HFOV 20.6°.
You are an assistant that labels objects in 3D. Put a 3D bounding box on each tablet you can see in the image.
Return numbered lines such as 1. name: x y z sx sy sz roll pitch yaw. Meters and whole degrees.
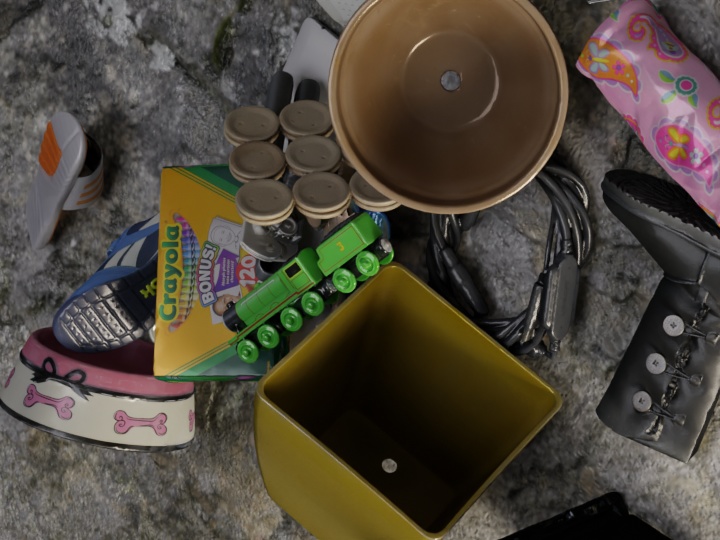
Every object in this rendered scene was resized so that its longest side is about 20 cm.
1. tablet: -0.045 -0.122 1.865 0.130 0.014 0.201 41 120 26

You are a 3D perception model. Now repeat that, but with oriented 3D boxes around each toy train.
1. toy train: -0.051 0.015 1.724 0.200 0.042 0.057 -36 92 34

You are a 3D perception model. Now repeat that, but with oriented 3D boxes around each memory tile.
1. memory tile: -0.016 -0.100 1.718 0.154 0.198 0.017 -104 10 -45

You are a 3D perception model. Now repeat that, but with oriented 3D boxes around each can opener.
1. can opener: -0.076 -0.084 1.797 0.067 0.053 0.201 120 161 -54

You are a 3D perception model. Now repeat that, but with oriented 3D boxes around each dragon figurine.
1. dragon figurine: -0.009 -0.027 1.770 0.058 0.099 0.201 8 110 24

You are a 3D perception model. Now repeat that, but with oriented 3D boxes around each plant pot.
1. plant pot: 0.023 0.153 1.731 0.200 0.200 0.177 39 144 12
2. plant pot: 0.075 -0.155 1.657 0.199 0.093 0.202 1 103 5

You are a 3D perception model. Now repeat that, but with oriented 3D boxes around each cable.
1. cable: 0.126 -0.026 1.729 0.163 0.051 0.201 17 110 41

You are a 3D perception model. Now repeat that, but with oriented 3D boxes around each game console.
1. game console: 0.168 0.266 1.640 0.176 0.199 0.117 -37 74 36

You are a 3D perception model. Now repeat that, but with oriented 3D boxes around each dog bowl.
1. dog bowl: -0.254 0.113 1.956 0.199 0.200 0.074 21 101 34

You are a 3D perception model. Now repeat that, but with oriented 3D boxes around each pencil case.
1. pencil case: 0.262 -0.124 1.580 0.200 0.087 0.088 50 124 19

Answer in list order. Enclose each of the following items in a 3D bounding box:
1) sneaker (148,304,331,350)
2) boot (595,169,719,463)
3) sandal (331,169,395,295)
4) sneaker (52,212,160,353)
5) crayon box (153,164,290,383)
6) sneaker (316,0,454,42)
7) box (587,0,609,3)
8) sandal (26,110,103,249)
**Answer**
1. sneaker: -0.111 0.060 1.905 0.199 0.080 0.077 -2 95 37
2. boot: 0.241 0.038 1.638 0.164 0.065 0.201 33 121 32
3. sandal: -0.001 0.000 1.823 0.076 0.043 0.201 -16 92 35
4. sneaker: -0.219 0.006 1.934 0.082 0.200 0.074 30 154 56
5. crayon box: -0.127 0.004 1.849 0.118 0.058 0.202 -1 81 14
6. sneaker: 0.020 -0.246 1.767 0.200 0.073 0.080 37 135 32
7. box: 0.248 -0.309 1.493 0.104 0.182 0.202 -4 95 38
8. sandal: -0.300 -0.095 2.049 0.207 0.059 0.080 124 135 -53
